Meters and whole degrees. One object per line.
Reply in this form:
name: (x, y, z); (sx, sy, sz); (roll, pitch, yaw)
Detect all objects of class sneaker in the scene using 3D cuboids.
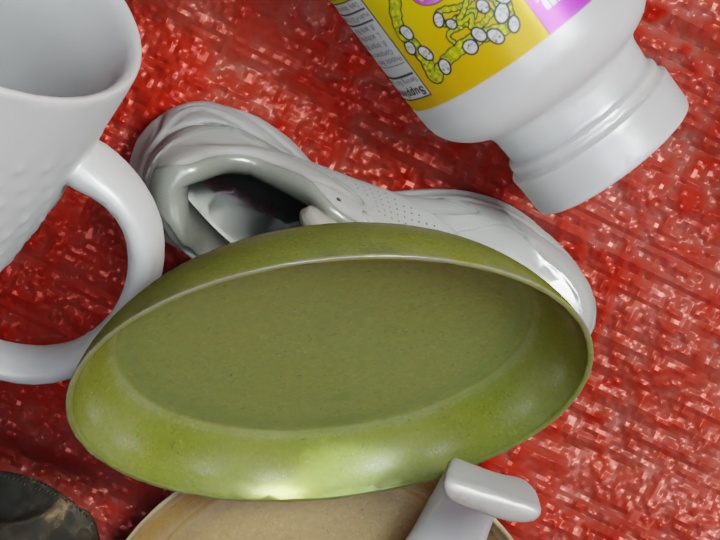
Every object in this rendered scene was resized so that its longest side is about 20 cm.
sneaker: (0.000, 0.000, 0.958); (0.200, 0.099, 0.078); (18, 102, -6)

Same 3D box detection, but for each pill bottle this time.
pill bottle: (0.040, -0.121, 0.928); (0.104, 0.104, 0.200); (-37, 102, 7)

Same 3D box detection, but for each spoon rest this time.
spoon rest: (0.023, 0.159, 1.001); (0.099, 0.061, 0.200); (19, 115, -5)

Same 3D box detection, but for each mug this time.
mug: (-0.167, -0.034, 0.917); (0.200, 0.148, 0.175); (34, 119, -6)

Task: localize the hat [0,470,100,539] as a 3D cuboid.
hat: (-0.147, 0.129, 0.975); (0.201, 0.201, 0.081); (38, 62, -10)

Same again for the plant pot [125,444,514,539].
plant pot: (-0.018, 0.166, 1.036); (0.200, 0.027, 0.200); (0, 103, -2)

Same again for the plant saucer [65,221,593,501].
plant saucer: (-0.012, 0.033, 0.920); (0.200, 0.200, 0.031); (-8, 60, 0)
